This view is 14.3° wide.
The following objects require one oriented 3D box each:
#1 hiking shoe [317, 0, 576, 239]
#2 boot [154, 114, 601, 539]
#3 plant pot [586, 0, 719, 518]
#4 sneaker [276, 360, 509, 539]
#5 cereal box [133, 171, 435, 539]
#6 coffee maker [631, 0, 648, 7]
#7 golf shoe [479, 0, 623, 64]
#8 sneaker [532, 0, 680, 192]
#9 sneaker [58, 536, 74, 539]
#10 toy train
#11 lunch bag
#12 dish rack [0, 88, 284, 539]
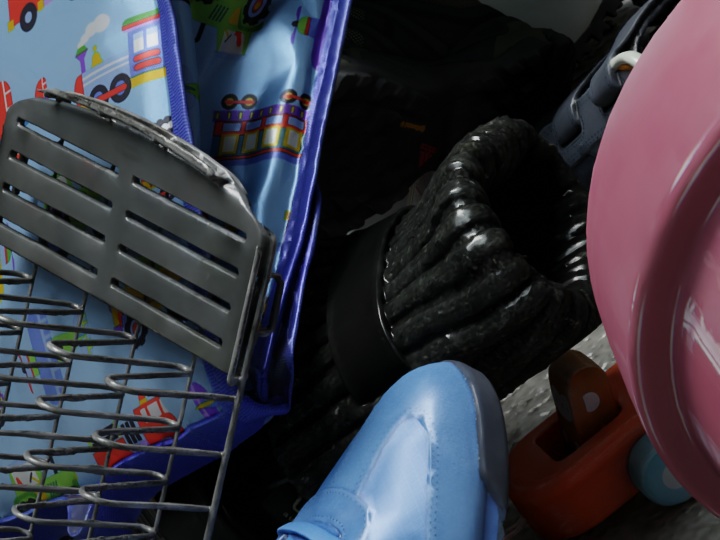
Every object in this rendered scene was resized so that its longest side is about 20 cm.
[{"bbox_3d":[-0.016,-0.068,1.098,0.199,0.076,0.101,-11,33,-40],"label":"hiking shoe"},{"bbox_3d":[0.002,0.002,0.929,0.158,0.079,0.212,-49,30,21],"label":"boot"},{"bbox_3d":[0.167,0.026,0.673,0.199,0.200,0.180,-30,39,12],"label":"plant pot"},{"bbox_3d":[-0.021,0.112,0.786,0.066,0.078,0.201,1,68,68],"label":"sneaker"},{"bbox_3d":[-0.035,0.023,1.115,0.143,0.040,0.200,-26,25,18],"label":"cereal box"},{"bbox_3d":[0.217,-0.150,1.020,0.193,0.134,0.200,-60,25,-4],"label":"coffee maker"},{"bbox_3d":[0.016,-0.098,1.208,0.199,0.095,0.078,-28,23,13],"label":"golf shoe"},{"bbox_3d":[0.117,-0.066,1.031,0.199,0.080,0.079,-4,39,53],"label":"sneaker"},{"bbox_3d":[-0.162,0.134,1.050,0.200,0.085,0.077,-42,39,41],"label":"sneaker"},{"bbox_3d":[0.064,0.084,0.848,0.150,0.056,0.200,-36,23,1],"label":"toy train"},{"bbox_3d":[-0.080,-0.008,0.912,0.150,0.094,0.201,-27,53,43],"label":"lunch bag"},{"bbox_3d":[-0.096,0.051,0.840,0.153,0.054,0.201,25,106,43],"label":"dish rack"}]
